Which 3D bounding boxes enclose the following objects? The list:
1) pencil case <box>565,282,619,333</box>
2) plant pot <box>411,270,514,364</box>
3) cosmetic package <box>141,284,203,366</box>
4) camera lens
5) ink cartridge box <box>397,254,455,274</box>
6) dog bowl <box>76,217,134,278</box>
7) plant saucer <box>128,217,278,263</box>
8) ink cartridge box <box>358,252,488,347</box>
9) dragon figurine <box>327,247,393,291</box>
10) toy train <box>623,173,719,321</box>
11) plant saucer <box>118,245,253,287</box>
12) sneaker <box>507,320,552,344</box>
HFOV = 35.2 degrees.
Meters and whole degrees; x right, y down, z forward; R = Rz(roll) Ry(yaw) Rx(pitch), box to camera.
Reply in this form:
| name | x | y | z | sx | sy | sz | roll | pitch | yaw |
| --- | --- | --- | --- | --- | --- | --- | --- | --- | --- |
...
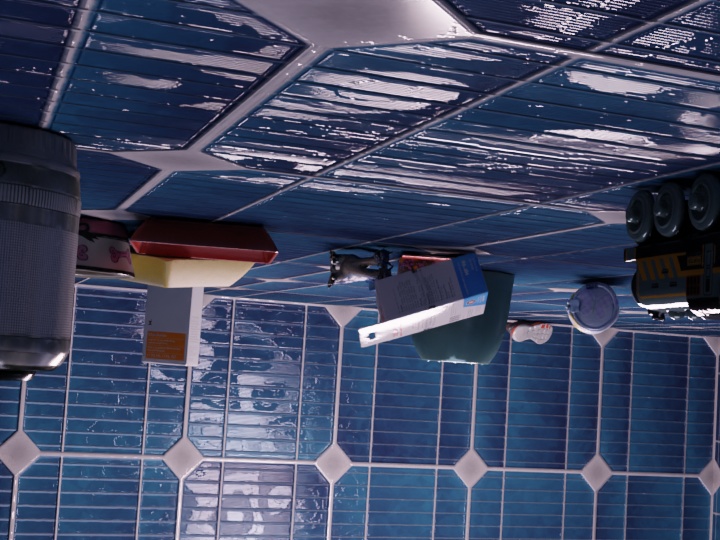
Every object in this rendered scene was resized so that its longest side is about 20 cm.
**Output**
| name | x | y | z | sx | sy | sz | roll | pitch | yaw |
| --- | --- | --- | --- | --- | --- | --- | --- | --- | --- |
| pencil case | 0.419 | 0.071 | 2.049 | 0.089 | 0.085 | 0.200 | -13 | 173 | 10 |
| plant pot | 0.176 | 0.086 | 2.046 | 0.197 | 0.164 | 0.201 | 3 | 175 | 0 |
| cosmetic package | -0.377 | 0.088 | 2.286 | 0.100 | 0.204 | 0.071 | 2 | 175 | 12 |
| camera lens | -0.318 | -0.013 | 0.949 | 0.157 | 0.204 | 0.160 | 4 | 176 | 0 |
| ink cartridge box | 0.114 | 0.009 | 1.825 | 0.107 | 0.051 | 0.200 | 4 | 176 | 1 |
| dog bowl | -0.417 | -0.033 | 1.611 | 0.196 | 0.075 | 0.200 | 3 | 176 | 0 |
| plant saucer | -0.216 | -0.041 | 1.575 | 0.196 | 0.037 | 0.200 | 5 | 175 | -8 |
| ink cartridge box | 0.085 | 0.046 | 1.693 | 0.197 | 0.069 | 0.116 | -16 | 162 | -3 |
| dragon figurine | 0.000 | 0.000 | 1.760 | 0.098 | 0.060 | 0.200 | 5 | 174 | -5 |
| toy train | 0.287 | -0.015 | 0.962 | 0.084 | 0.116 | 0.200 | 5 | 175 | -15 |
| plant saucer | -0.297 | -0.006 | 1.768 | 0.198 | 0.049 | 0.198 | 8 | -174 | 38 |
| sneaker | 0.571 | 0.195 | 3.846 | 0.198 | 0.078 | 0.082 | 9 | -160 | -40 |
